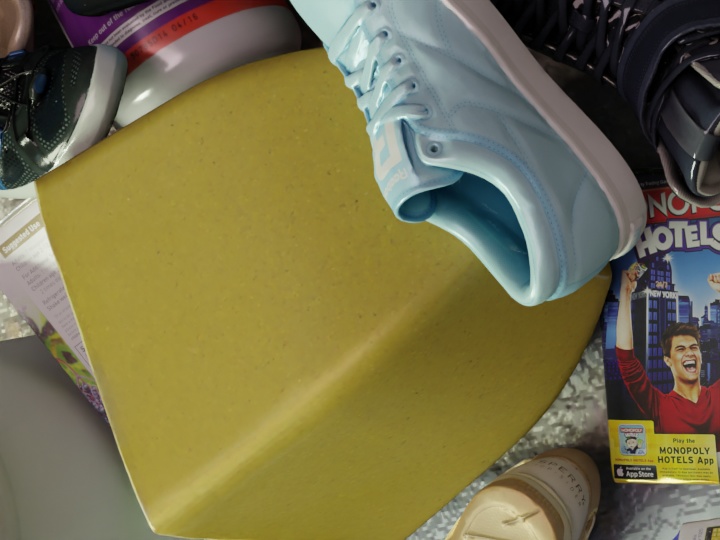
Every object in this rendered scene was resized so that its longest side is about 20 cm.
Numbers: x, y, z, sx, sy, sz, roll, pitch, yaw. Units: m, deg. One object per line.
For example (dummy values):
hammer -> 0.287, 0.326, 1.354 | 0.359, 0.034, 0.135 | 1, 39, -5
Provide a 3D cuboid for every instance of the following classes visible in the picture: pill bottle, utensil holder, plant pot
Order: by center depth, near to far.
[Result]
plant pot -> 0.000, 0.000, 1.093 | 0.200, 0.194, 0.196 | -35, 63, 29
pill bottle -> -0.121, -0.176, 1.213 | 0.112, 0.112, 0.201 | -35, 78, 31
utensil holder -> -0.198, 0.121, 1.250 | 0.169, 0.200, 0.171 | 4, 98, 31

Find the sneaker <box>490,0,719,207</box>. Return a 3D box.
sneaker -> 0.104, -0.102, 0.985 | 0.201, 0.146, 0.077 | 7, 130, -11

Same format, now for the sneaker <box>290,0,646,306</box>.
sneaker -> 0.029, -0.067, 0.965 | 0.200, 0.082, 0.074 | 43, 143, 10

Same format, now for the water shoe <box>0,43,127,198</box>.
water shoe -> -0.198, -0.077, 1.166 | 0.200, 0.079, 0.072 | -17, 54, 48

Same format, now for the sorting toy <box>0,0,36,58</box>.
sorting toy -> -0.225, -0.173, 1.274 | 0.200, 0.036, 0.185 | 60, 162, 14

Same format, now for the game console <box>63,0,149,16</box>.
game console -> -0.110, -0.224, 1.063 | 0.199, 0.118, 0.171 | -12, 85, 37

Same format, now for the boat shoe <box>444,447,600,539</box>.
boat shoe -> 0.069, 0.160, 1.164 | 0.074, 0.069, 0.200 | 45, 138, 12

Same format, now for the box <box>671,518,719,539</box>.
box -> 0.213, 0.165, 1.049 | 0.199, 0.119, 0.042 | -13, 132, 35

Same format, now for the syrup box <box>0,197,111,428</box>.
syrup box -> -0.105, 0.033, 1.219 | 0.081, 0.079, 0.200 | -37, 95, 31

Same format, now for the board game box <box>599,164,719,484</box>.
board game box -> 0.210, -0.003, 1.057 | 0.199, 0.062, 0.201 | -2, 94, 34
